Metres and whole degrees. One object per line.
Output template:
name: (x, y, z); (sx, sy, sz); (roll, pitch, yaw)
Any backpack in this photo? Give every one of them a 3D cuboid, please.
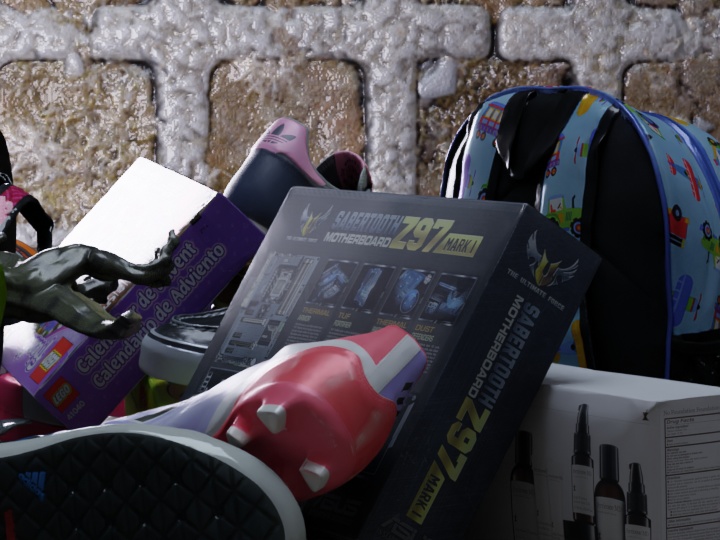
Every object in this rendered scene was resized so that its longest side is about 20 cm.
backpack: (0.116, 0.015, 1.356); (0.134, 0.201, 0.182); (-3, 4, -35)

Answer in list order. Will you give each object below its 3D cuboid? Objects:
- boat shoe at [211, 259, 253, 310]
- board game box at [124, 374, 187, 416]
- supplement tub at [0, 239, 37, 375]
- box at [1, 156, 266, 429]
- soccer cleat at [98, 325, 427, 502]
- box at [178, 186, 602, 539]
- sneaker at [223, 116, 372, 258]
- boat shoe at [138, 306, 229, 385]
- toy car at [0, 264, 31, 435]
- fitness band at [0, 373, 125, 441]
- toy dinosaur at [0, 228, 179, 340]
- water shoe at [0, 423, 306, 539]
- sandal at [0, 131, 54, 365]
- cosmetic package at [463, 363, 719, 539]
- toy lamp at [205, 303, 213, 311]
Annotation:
boat shoe: (0.001, 0.000, 1.535); (0.072, 0.068, 0.200); (23, 16, 39)
board game box: (-0.057, 0.072, 1.459); (0.101, 0.048, 0.200); (-1, 12, -10)
supplement tub: (-0.244, 0.031, 1.813); (0.106, 0.107, 0.200); (1, 4, 13)
box: (-0.127, 0.010, 1.526); (0.039, 0.137, 0.200); (43, -6, -16)
soccer cleat: (-0.049, 0.070, 1.215); (0.076, 0.067, 0.200); (-37, 8, -36)
box: (0.000, 0.044, 1.267); (0.051, 0.158, 0.200); (33, -14, -29)
sneaker: (-0.003, -0.018, 1.639); (0.070, 0.082, 0.200); (19, -8, 35)
boat shoe: (-0.010, 0.020, 1.426); (0.199, 0.068, 0.072); (-2, 12, -17)
toy car: (-0.232, 0.050, 1.383); (0.164, 0.158, 0.200); (14, -4, 17)
fitness band: (-0.122, 0.081, 1.641); (0.143, 0.038, 0.200); (1, 4, -27)
toy dinosaur: (-0.137, 0.006, 1.379); (0.088, 0.048, 0.200); (-12, 18, -42)
water shoe: (-0.107, 0.093, 1.183); (0.199, 0.072, 0.079); (2, 2, 21)
sandal: (-0.185, -0.007, 1.536); (0.045, 0.075, 0.200); (-16, 34, 8)
cosmetic package: (0.082, 0.083, 1.240); (0.050, 0.083, 0.200); (-2, 4, -32)
toy lamp: (-0.012, 0.049, 1.593); (0.199, 0.058, 0.058); (20, 15, 32)
